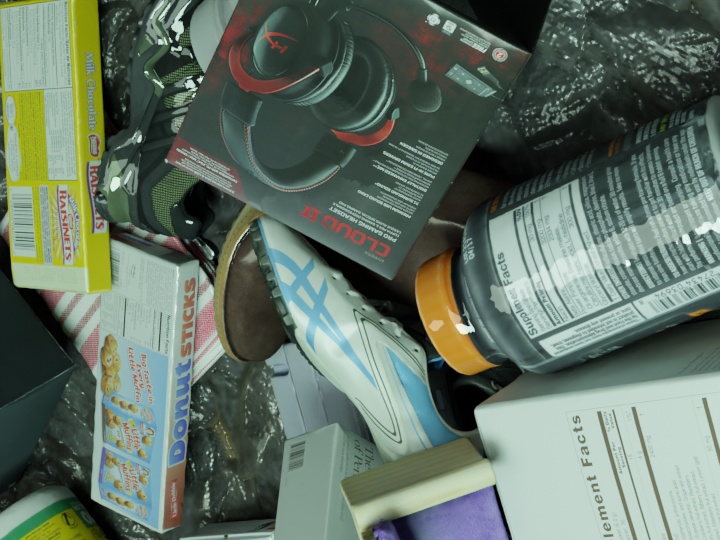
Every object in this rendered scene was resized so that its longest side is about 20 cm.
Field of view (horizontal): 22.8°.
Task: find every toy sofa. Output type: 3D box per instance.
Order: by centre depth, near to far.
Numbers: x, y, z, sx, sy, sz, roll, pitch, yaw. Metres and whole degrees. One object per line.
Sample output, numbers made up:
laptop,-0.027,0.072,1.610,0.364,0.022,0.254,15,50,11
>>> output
toy sofa,0.058,0.205,0.998,0.082,0.098,0.201,-18,105,-5

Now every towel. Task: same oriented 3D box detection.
towel,-0.170,-0.001,1.266,0.200,0.030,0.146,53,127,13

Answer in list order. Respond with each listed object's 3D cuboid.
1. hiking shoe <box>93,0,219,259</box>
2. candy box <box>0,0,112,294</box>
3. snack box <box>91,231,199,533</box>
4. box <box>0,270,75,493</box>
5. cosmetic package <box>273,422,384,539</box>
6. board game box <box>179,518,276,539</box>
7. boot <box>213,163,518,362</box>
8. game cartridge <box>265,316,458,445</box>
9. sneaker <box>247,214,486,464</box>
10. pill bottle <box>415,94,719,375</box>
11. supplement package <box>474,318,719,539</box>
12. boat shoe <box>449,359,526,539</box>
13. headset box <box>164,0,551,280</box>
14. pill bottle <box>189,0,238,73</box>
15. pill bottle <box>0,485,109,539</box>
hiking shoe,-0.101,-0.110,1.162,0.100,0.076,0.201,22,116,5
candy box,-0.211,-0.087,1.232,0.102,0.026,0.201,4,98,47
snack box,-0.151,0.079,1.239,0.072,0.024,0.201,19,114,33
box,-0.301,0.080,1.321,0.141,0.079,0.200,48,143,10
cosmetic package,-0.011,0.200,1.071,0.050,0.082,0.201,-21,49,36
board game box,-0.050,0.271,1.244,0.126,0.035,0.201,-14,97,54
boot,0.000,0.000,1.105,0.166,0.072,0.201,32,113,28
game cartridge,0.016,0.134,1.173,0.129,0.038,0.201,-10,99,33
sneaker,0.004,0.044,1.065,0.072,0.072,0.200,-36,82,-6
pill bottle,0.128,-0.009,0.979,0.199,0.106,0.107,-24,90,28
supplement package,0.186,0.099,0.982,0.199,0.121,0.120,-11,100,38
boat shoe,0.107,0.145,1.089,0.070,0.066,0.201,-16,95,37
headset box,-0.007,-0.098,0.974,0.148,0.075,0.200,28,132,-4
pill bottle,-0.008,-0.175,1.037,0.200,0.111,0.111,-34,84,37
pill bottle,-0.203,0.268,1.322,0.200,0.113,0.113,50,126,12
